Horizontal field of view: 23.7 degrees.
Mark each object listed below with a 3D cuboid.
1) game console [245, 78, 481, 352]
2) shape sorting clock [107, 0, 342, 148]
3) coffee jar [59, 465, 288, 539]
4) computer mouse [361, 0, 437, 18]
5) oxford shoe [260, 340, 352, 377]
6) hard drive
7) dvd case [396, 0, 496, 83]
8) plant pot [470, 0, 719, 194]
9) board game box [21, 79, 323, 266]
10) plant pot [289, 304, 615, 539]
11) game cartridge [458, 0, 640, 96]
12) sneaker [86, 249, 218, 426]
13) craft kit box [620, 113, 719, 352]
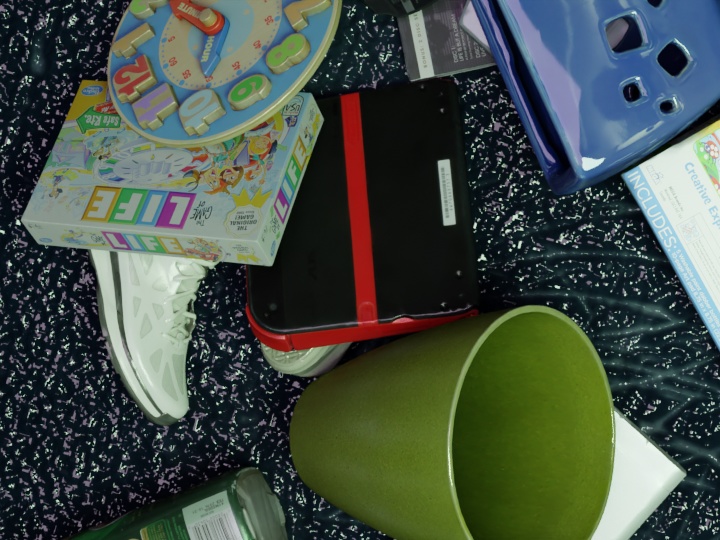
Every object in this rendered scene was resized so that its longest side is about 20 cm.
[{"bbox_3d":[-0.004,-0.043,1.288,0.175,0.031,0.201,-8,67,7],"label":"game console"},{"bbox_3d":[-0.105,-0.180,1.284,0.199,0.039,0.201,-15,58,25],"label":"shape sorting clock"},{"bbox_3d":[-0.160,0.224,1.324,0.199,0.104,0.086,-23,85,11],"label":"coffee jar"},{"bbox_3d":[-0.011,-0.212,1.308,0.199,0.034,0.059,-16,120,23],"label":"computer mouse"},{"bbox_3d":[0.000,0.000,1.313,0.075,0.058,0.200,35,83,30],"label":"oxford shoe"},{"bbox_3d":[0.132,0.183,1.306,0.132,0.026,0.200,42,98,7],"label":"hard drive"},{"bbox_3d":[0.119,-0.236,1.299,0.199,0.016,0.150,-11,91,10],"label":"dvd case"},{"bbox_3d":[0.179,-0.177,1.153,0.179,0.200,0.201,-23,88,3],"label":"plant pot"},{"bbox_3d":[-0.140,-0.076,1.289,0.199,0.034,0.135,5,59,22],"label":"board game box"},{"bbox_3d":[0.050,0.120,1.239,0.199,0.186,0.189,-2,92,44],"label":"plant pot"},{"bbox_3d":[0.172,-0.225,1.264,0.133,0.041,0.200,42,98,2],"label":"game cartridge"},{"bbox_3d":[-0.141,0.012,1.326,0.115,0.076,0.202,-17,86,13],"label":"sneaker"},{"bbox_3d":[0.321,-0.035,1.243,0.197,0.049,0.201,-28,93,13],"label":"craft kit box"}]
